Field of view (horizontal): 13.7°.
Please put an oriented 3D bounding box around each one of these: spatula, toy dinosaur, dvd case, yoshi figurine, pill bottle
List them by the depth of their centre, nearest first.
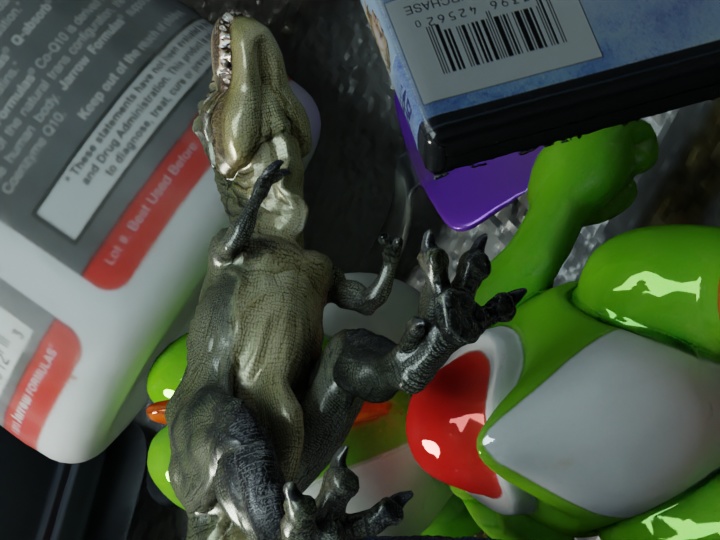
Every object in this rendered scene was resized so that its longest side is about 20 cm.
[{"bbox_3d":[-0.016,0.034,0.617,0.088,0.047,0.200,-20,51,49],"label":"toy dinosaur"},{"bbox_3d":[0.051,-0.123,0.674,0.018,0.143,0.200,92,161,-61],"label":"dvd case"},{"bbox_3d":[0.046,0.032,0.693,0.200,0.112,0.112,-2,47,36],"label":"yoshi figurine"},{"bbox_3d":[-0.120,-0.050,0.767,0.200,0.116,0.116,35,117,2],"label":"pill bottle"},{"bbox_3d":[0.000,0.000,0.785,0.200,0.021,0.057,-50,45,33],"label":"spatula"}]

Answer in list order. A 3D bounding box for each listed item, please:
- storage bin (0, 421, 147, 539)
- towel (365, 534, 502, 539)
[{"bbox_3d":[-0.177,0.078,0.863,0.200,0.134,0.146,-27,38,42],"label":"storage bin"},{"bbox_3d":[0.045,0.156,0.648,0.112,0.049,0.200,-1,105,45],"label":"towel"}]
